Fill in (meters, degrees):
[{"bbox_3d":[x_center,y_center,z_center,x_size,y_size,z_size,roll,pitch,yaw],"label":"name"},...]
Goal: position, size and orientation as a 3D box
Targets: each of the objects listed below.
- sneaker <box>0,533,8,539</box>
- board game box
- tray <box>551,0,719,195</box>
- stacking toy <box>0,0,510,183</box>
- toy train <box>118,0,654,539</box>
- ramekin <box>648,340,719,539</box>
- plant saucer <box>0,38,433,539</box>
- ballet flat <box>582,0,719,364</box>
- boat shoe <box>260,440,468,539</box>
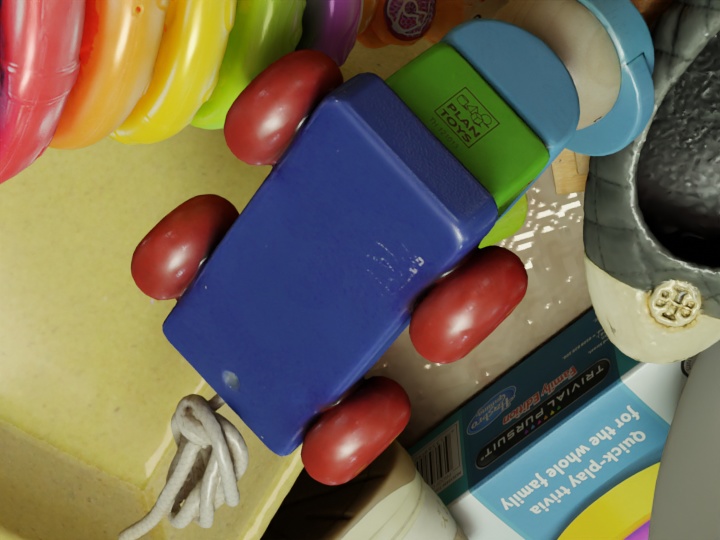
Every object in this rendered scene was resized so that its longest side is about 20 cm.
[{"bbox_3d":[-0.179,0.105,0.786,0.199,0.077,0.082,15,156,-7],"label":"sneaker"},{"bbox_3d":[0.126,0.097,0.885,0.151,0.047,0.200,-39,118,23],"label":"board game box"},{"bbox_3d":[0.146,-0.083,0.730,0.199,0.037,0.099,-9,127,5],"label":"tray"},{"bbox_3d":[-0.041,-0.076,0.691,0.199,0.110,0.117,0,97,-30],"label":"stacking toy"},{"bbox_3d":[0.000,0.000,0.725,0.085,0.116,0.200,47,142,6],"label":"toy train"},{"bbox_3d":[0.164,0.059,0.726,0.097,0.201,0.201,22,122,-18],"label":"ramekin"},{"bbox_3d":[-0.085,-0.022,0.762,0.200,0.048,0.200,30,96,-21],"label":"plant saucer"},{"bbox_3d":[0.108,-0.049,0.697,0.066,0.057,0.200,14,126,-11],"label":"ballet flat"},{"bbox_3d":[-0.047,0.138,0.811,0.200,0.072,0.065,-43,116,-10],"label":"boat shoe"}]
